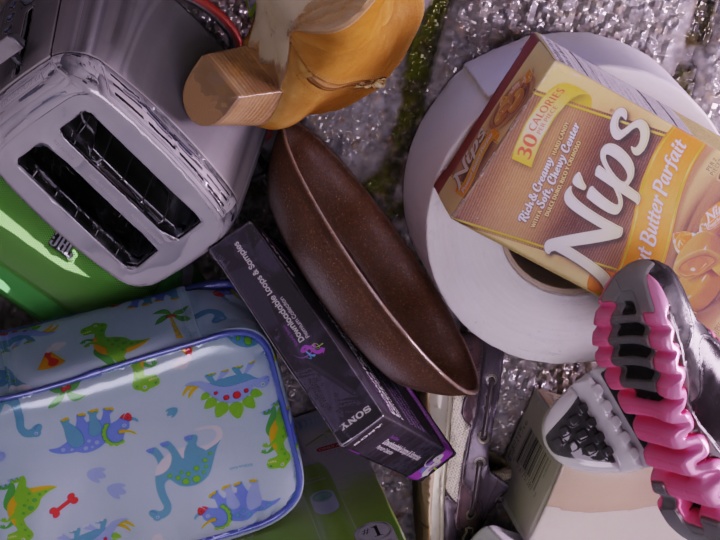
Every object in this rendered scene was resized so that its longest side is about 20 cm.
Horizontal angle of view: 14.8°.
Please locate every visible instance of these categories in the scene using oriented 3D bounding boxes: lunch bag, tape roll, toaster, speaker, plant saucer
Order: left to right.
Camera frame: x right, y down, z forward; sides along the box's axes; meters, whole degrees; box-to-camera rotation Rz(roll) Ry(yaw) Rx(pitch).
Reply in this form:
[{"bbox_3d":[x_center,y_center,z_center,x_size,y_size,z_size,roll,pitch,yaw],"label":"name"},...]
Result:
[{"bbox_3d":[-0.191,-0.020,1.666,0.200,0.088,0.088,36,101,-23],"label":"speaker"},{"bbox_3d":[-0.140,0.101,1.644,0.200,0.082,0.161,-17,123,-5],"label":"lunch bag"},{"bbox_3d":[-0.135,-0.081,1.614,0.114,0.129,0.200,-31,117,27],"label":"toaster"},{"bbox_3d":[0.000,0.000,1.654,0.037,0.200,0.200,-35,116,11],"label":"plant saucer"},{"bbox_3d":[0.129,-0.046,1.733,0.202,0.071,0.203,-4,114,-10],"label":"tape roll"}]

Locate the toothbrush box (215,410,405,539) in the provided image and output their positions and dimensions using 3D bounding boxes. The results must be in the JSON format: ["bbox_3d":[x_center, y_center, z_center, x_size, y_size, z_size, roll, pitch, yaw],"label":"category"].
[{"bbox_3d":[-0.050,0.179,1.717,0.145,0.200,0.086,-18,114,-4],"label":"toothbrush box"}]

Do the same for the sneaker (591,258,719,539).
[{"bbox_3d":[0.209,0.070,1.679,0.095,0.079,0.200,-33,118,-23],"label":"sneaker"}]

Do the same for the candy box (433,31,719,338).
[{"bbox_3d":[0.159,-0.045,1.671,0.200,0.055,0.116,27,106,-23],"label":"candy box"}]

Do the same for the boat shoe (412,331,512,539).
[{"bbox_3d":[0.067,0.133,1.796,0.065,0.072,0.200,-4,107,-6],"label":"boat shoe"}]

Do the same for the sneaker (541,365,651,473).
[{"bbox_3d":[0.193,0.079,1.765,0.200,0.081,0.075,-23,88,-28],"label":"sneaker"}]

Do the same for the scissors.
[{"bbox_3d":[-0.063,-0.098,1.699,0.200,0.014,0.073,36,100,-22],"label":"scissors"}]

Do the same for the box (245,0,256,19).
[{"bbox_3d":[0.037,-0.201,1.612,0.200,0.122,0.048,-9,72,-17],"label":"box"}]

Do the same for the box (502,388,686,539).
[{"bbox_3d":[0.199,0.153,1.822,0.200,0.095,0.078,16,107,-20],"label":"box"}]

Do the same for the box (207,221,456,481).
[{"bbox_3d":[-0.014,0.052,1.648,0.036,0.200,0.143,-37,74,6],"label":"box"}]

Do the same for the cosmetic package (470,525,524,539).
[{"bbox_3d":[0.105,0.300,1.791,0.200,0.165,0.165,-49,147,10],"label":"cosmetic package"}]

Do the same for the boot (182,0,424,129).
[{"bbox_3d":[-0.004,-0.154,1.569,0.201,0.144,0.071,-45,73,35],"label":"boot"}]
